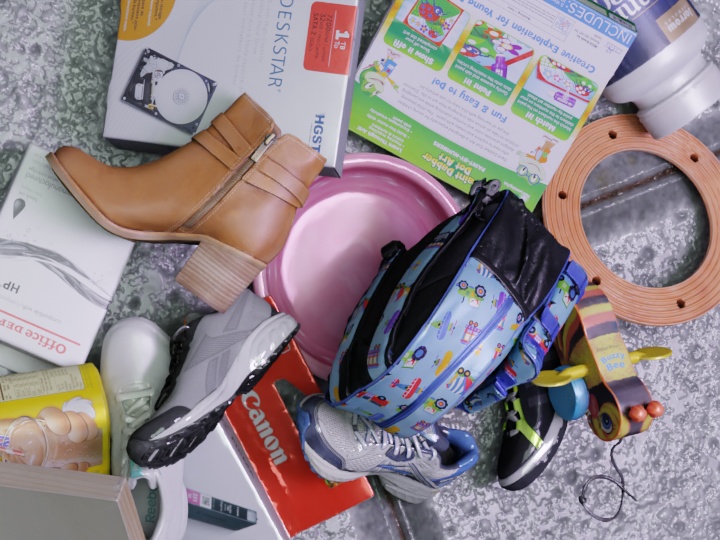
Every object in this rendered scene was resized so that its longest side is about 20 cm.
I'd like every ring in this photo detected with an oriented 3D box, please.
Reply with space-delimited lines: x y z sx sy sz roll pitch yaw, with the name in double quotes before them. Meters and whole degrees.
"ring" 0.254 -0.045 1.798 0.198 0.019 0.203 6 70 -17

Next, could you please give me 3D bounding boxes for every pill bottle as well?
"pill bottle" 0.237 -0.221 1.775 0.111 0.111 0.201 -38 97 -12

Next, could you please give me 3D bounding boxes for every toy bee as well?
"toy bee" 0.218 0.099 1.696 0.131 0.109 0.201 -35 95 -26

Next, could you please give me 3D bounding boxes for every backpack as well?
"backpack" 0.069 0.052 1.614 0.134 0.182 0.201 42 52 -11

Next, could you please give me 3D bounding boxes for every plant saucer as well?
"plant saucer" 0.000 0.000 1.742 0.198 0.051 0.203 0 88 -13

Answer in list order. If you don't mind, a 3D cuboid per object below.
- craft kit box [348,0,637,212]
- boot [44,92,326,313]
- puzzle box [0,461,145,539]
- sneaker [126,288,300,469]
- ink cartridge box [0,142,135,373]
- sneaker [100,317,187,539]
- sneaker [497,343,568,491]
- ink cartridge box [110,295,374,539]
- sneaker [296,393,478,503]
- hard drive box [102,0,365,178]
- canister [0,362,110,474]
"craft kit box" 0.105 -0.171 1.724 0.199 0.049 0.199 28 108 -6
"boot" -0.139 -0.082 1.613 0.199 0.074 0.155 35 90 -2
"puzzle box" -0.232 0.229 1.598 0.132 0.201 0.026 5 46 13
"sneaker" -0.132 0.085 1.613 0.079 0.074 0.200 40 47 2
"ink cartridge box" -0.265 0.011 1.668 0.115 0.068 0.202 23 83 -11
"sneaker" -0.175 0.141 1.627 0.074 0.088 0.202 -6 96 6
"sneaker" 0.144 0.093 1.765 0.082 0.072 0.202 26 72 -15
"ink cartridge box" -0.108 0.149 1.689 0.172 0.044 0.201 -27 94 7
"sneaker" 0.026 0.137 1.681 0.199 0.085 0.078 20 53 -48
"hard drive box" -0.104 -0.170 1.683 0.198 0.077 0.158 7 86 4
"canister" -0.306 0.151 1.617 0.198 0.149 0.087 -8 45 -16
